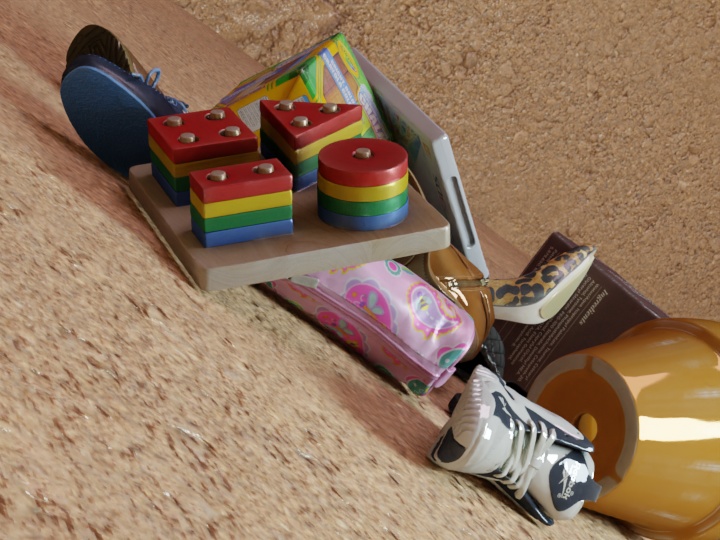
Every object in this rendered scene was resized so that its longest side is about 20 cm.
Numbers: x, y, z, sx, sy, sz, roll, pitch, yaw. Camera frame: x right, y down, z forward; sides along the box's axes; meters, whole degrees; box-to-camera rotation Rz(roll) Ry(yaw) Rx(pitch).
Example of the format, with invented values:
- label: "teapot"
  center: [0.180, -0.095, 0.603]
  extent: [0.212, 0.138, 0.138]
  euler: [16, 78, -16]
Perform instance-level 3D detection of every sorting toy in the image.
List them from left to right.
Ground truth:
- label: "sorting toy"
  center: [-0.058, -0.073, 1.375]
  extent: [0.197, 0.070, 0.200]
  euler: [-10, 28, -20]

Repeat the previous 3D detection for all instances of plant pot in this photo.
- label: "plant pot"
  center: [0.243, 0.139, 1.563]
  extent: [0.182, 0.201, 0.200]
  euler: [5, 29, -46]

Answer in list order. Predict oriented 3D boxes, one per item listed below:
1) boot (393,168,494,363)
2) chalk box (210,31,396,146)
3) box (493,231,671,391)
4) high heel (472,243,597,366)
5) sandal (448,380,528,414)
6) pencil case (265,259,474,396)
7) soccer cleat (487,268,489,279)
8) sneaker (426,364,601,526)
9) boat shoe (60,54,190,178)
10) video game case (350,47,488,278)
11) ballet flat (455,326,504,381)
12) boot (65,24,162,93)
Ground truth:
- label: "boot"
  center: [0.066, -0.015, 1.618]
  extent: [0.201, 0.076, 0.155]
  euler: [64, 22, -1]
- label: "chalk box"
  center: [-0.052, -0.136, 1.695]
  extent: [0.125, 0.123, 0.200]
  euler: [61, 22, -13]
- label: "box"
  center: [0.256, 0.095, 1.917]
  extent: [0.200, 0.165, 0.166]
  euler: [43, 8, 37]
- label: "high heel"
  center: [0.136, 0.002, 1.843]
  extent: [0.142, 0.200, 0.072]
  euler: [43, -20, 21]
- label: "sandal"
  center: [0.137, 0.128, 1.598]
  extent: [0.075, 0.045, 0.200]
  euler: [40, 7, 21]
- label: "pencil case"
  center: [-0.004, 0.020, 1.457]
  extent: [0.199, 0.088, 0.087]
  euler: [35, 7, -16]
- label: "soccer cleat"
  center: [0.113, 0.025, 1.987]
  extent: [0.068, 0.085, 0.200]
  euler: [38, 7, 8]
- label: "sneaker"
  center: [0.123, 0.136, 1.336]
  extent: [0.129, 0.080, 0.199]
  euler: [29, -4, 5]
- label: "boat shoe"
  center: [-0.172, -0.111, 1.483]
  extent: [0.200, 0.084, 0.069]
  euler: [47, 32, -34]
- label: "video game case"
  center: [0.051, -0.104, 1.768]
  extent: [0.200, 0.022, 0.183]
  euler: [49, -16, 48]
- label: "ballet flat"
  center: [0.070, 0.050, 1.709]
  extent: [0.199, 0.066, 0.057]
  euler: [30, 27, -33]
- label: "boot"
  center: [-0.177, -0.137, 1.709]
  extent: [0.176, 0.066, 0.200]
  euler: [55, 15, 28]
